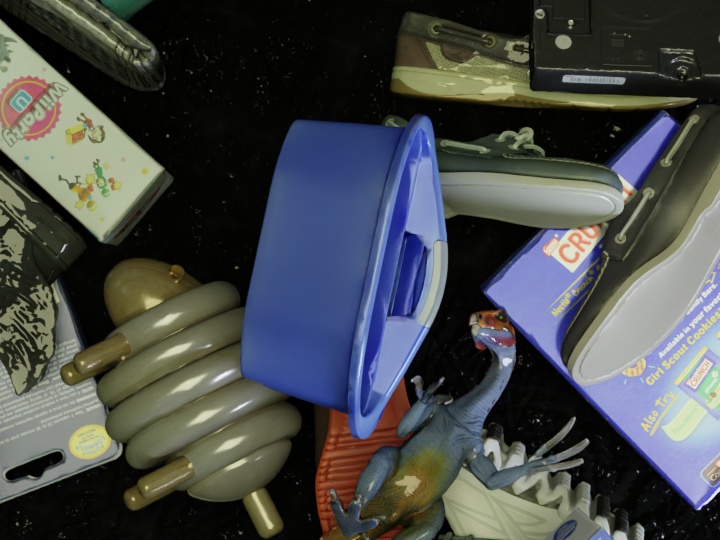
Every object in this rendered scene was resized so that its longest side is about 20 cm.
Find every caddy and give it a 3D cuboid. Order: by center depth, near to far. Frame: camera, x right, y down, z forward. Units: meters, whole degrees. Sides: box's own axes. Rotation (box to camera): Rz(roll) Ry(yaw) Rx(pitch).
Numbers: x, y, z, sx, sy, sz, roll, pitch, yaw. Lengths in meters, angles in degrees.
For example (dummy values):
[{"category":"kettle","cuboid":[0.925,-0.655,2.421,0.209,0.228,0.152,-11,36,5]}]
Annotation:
[{"category":"caddy","cuboid":[0.000,0.000,1.614,0.105,0.141,0.200,11,85,10]}]

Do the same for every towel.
[{"category":"towel","cuboid":[-0.210,-0.174,1.665,0.200,0.193,0.035,35,89,-2]}]

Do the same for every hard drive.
[{"category":"hard drive","cuboid":[0.177,-0.206,1.712,0.140,0.038,0.200,1,66,-2]}]

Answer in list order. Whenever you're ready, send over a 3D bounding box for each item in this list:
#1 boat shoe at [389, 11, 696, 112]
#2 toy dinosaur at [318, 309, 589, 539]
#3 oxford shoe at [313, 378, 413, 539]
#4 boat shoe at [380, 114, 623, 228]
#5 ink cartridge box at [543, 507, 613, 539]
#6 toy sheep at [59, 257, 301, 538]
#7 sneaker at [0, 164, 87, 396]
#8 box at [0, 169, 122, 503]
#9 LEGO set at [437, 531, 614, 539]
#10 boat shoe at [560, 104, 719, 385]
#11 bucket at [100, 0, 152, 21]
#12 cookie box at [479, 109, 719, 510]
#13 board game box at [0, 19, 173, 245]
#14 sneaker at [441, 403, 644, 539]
[{"category":"boat shoe","cuboid":[0.120,-0.138,1.732,0.201,0.072,0.066,2,95,3]},{"category":"toy dinosaur","cuboid":[0.034,0.106,1.666,0.200,0.182,0.105,-20,116,38]},{"category":"oxford shoe","cuboid":[0.002,0.105,1.733,0.071,0.073,0.200,0,90,-9]},{"category":"boat shoe","cuboid":[0.083,-0.069,1.697,0.200,0.073,0.062,4,69,38]},{"category":"ink cartridge box","cuboid":[0.094,0.249,1.614,0.200,0.044,0.094,-43,110,-5]},{"category":"toy sheep","cuboid":[-0.105,0.082,1.701,0.138,0.138,0.200,-26,88,-1]},{"category":"sneaker","cuboid":[-0.256,-0.022,1.700,0.200,0.060,0.104,41,85,-4]},{"category":"box","cuboid":[-0.243,0.048,1.746,0.121,0.032,0.200,-21,89,-1]},{"category":"LEGO set","cuboid":[0.095,0.261,1.679,0.154,0.116,0.200,12,113,11]},{"category":"boat shoe","cuboid":[0.185,-0.018,1.675,0.063,0.073,0.200,38,92,36]},{"category":"bucket","cuboid":[-0.160,-0.263,1.666,0.135,0.207,0.207,-42,91,1]},{"category":"cookie box","cuboid":[0.205,0.024,1.733,0.171,0.075,0.200,-44,91,-1]},{"category":"board game box","cuboid":[-0.213,-0.105,1.688,0.200,0.148,0.064,41,89,-1]},{"category":"sneaker","cuboid":[0.112,0.166,1.740,0.200,0.075,0.081,33,97,7]}]
